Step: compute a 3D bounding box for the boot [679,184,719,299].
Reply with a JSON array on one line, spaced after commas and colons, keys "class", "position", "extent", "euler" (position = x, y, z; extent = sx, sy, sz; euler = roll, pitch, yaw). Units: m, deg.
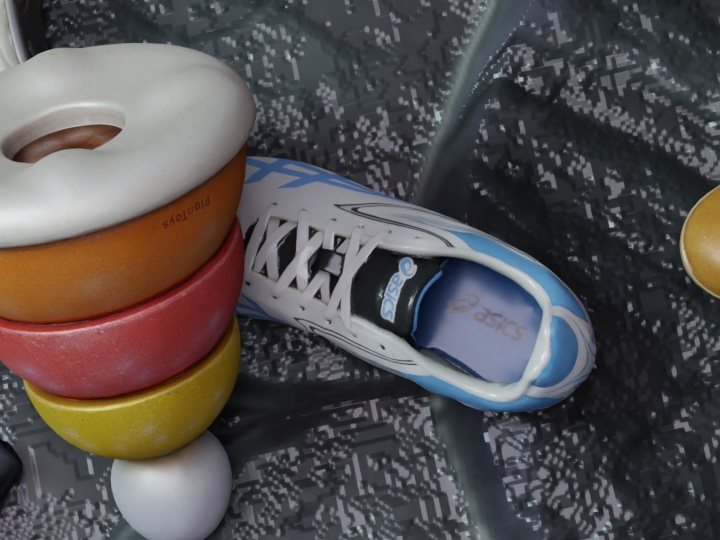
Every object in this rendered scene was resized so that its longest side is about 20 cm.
[{"class": "boot", "position": [0.217, -0.035, 1.111], "extent": [0.200, 0.144, 0.071], "euler": [-8, 78, 8]}]

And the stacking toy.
[{"class": "stacking toy", "position": [-0.095, 0.025, 1.147], "extent": [0.145, 0.146, 0.201], "euler": [-9, 117, 7]}]

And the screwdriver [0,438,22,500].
[{"class": "screwdriver", "position": [-0.212, 0.144, 1.207], "extent": [0.200, 0.028, 0.029], "euler": [-45, 46, 0]}]

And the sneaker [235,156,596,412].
[{"class": "sneaker", "position": [0.000, 0.000, 1.177], "extent": [0.199, 0.072, 0.072], "euler": [19, 85, 13]}]

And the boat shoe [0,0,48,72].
[{"class": "boat shoe", "position": [-0.170, -0.105, 1.221], "extent": [0.073, 0.075, 0.201], "euler": [-14, 77, 6]}]
